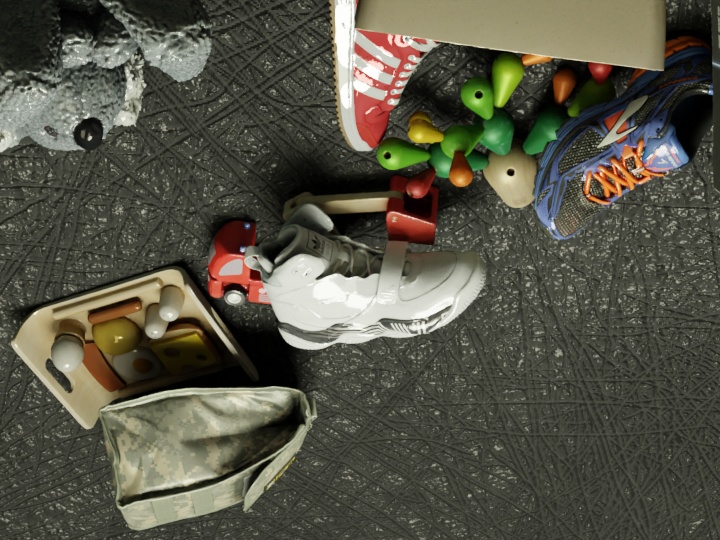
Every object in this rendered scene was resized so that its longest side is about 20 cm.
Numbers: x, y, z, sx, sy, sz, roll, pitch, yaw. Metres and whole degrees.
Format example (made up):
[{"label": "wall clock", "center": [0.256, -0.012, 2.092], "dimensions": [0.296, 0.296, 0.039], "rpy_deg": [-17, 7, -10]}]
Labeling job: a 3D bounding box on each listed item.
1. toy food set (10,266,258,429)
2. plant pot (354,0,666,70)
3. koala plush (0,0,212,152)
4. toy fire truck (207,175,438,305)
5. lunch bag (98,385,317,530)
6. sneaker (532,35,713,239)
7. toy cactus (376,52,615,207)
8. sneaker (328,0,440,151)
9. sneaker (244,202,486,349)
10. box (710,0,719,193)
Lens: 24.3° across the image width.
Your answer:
[{"label": "toy food set", "center": [-0.214, 0.082, 1.605], "dimensions": [0.199, 0.061, 0.144], "rpy_deg": [-16, 132, 21]}, {"label": "plant pot", "center": [0.106, -0.241, 1.132], "dimensions": [0.199, 0.200, 0.178], "rpy_deg": [8, 100, -2]}, {"label": "koala plush", "center": [-0.225, -0.167, 1.290], "dimensions": [0.177, 0.184, 0.200], "rpy_deg": [-19, 155, -20]}, {"label": "toy fire truck", "center": [-0.036, -0.025, 1.485], "dimensions": [0.199, 0.049, 0.141], "rpy_deg": [7, 136, 0]}, {"label": "lunch bag", "center": [-0.139, 0.172, 1.602], "dimensions": [0.199, 0.118, 0.164], "rpy_deg": [-12, 167, -8]}, {"label": "sneaker", "center": [0.213, -0.099, 1.295], "dimensions": [0.200, 0.078, 0.075], "rpy_deg": [-46, 131, -2]}, {"label": "toy cactus", "center": [0.120, -0.100, 1.364], "dimensions": [0.199, 0.103, 0.165], "rpy_deg": [-26, 147, 3]}, {"label": "sneaker", "center": [0.037, -0.174, 1.309], "dimensions": [0.112, 0.071, 0.201], "rpy_deg": [3, 134, 8]}, {"label": "sneaker", "center": [0.000, 0.000, 1.417], "dimensions": [0.199, 0.075, 0.115], "rpy_deg": [-13, 134, 24]}, {"label": "box", "center": [0.349, -0.146, 1.241], "dimensions": [0.163, 0.086, 0.201], "rpy_deg": [-28, 137, -16]}]
